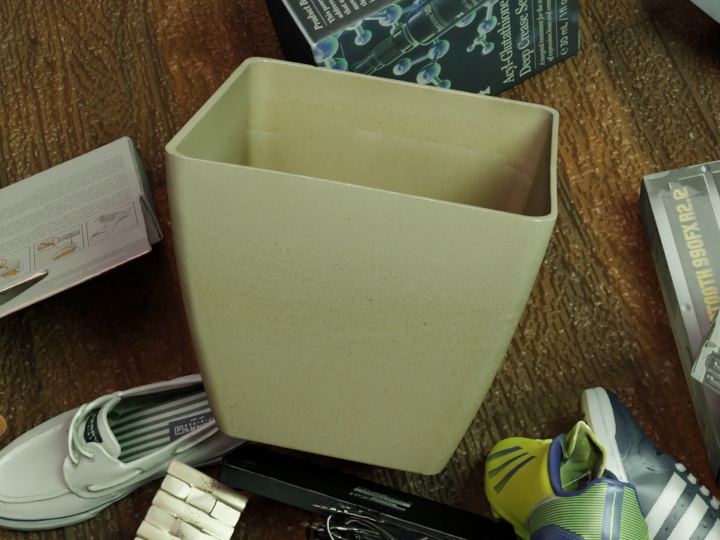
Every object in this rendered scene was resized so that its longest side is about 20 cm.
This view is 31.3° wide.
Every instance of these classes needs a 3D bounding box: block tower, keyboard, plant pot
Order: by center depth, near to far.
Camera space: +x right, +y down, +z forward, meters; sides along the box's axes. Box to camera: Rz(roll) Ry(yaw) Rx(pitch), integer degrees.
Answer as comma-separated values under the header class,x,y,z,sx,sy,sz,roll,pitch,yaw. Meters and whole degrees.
class,x,y,z,sx,sy,sz,roll,pitch,yaw
keyboard,0.006,0.152,0.750,0.198,0.104,0.040,14,93,13
plant pot,0.000,0.000,0.750,0.198,0.179,0.200,11,24,4
block tower,-0.133,0.216,0.753,0.054,0.058,0.201,27,70,-4

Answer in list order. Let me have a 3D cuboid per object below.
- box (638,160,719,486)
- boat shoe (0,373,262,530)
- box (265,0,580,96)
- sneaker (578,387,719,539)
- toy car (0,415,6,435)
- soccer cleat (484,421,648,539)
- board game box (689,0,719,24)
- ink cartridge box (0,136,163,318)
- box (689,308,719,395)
class,x,y,z,sx,sy,sz,roll,pitch,yaw
box,0.273,0.020,0.796,0.157,0.048,0.202,-12,60,4
boat shoe,-0.157,0.104,0.817,0.198,0.067,0.074,-21,60,-1
box,0.043,-0.188,0.889,0.199,0.149,0.108,-28,61,-5
sneaker,0.200,0.148,0.729,0.107,0.070,0.202,-19,66,2
toy car,-0.319,0.120,0.789,0.199,0.178,0.185,-26,58,-18
soccer cleat,0.113,0.118,0.701,0.064,0.200,0.085,9,98,-6
board game box,0.356,-0.182,0.865,0.198,0.041,0.200,-29,60,-24
ink cartridge box,-0.230,-0.001,0.857,0.198,0.045,0.177,-23,34,-2
box,0.295,0.061,0.670,0.199,0.050,0.157,36,41,26
